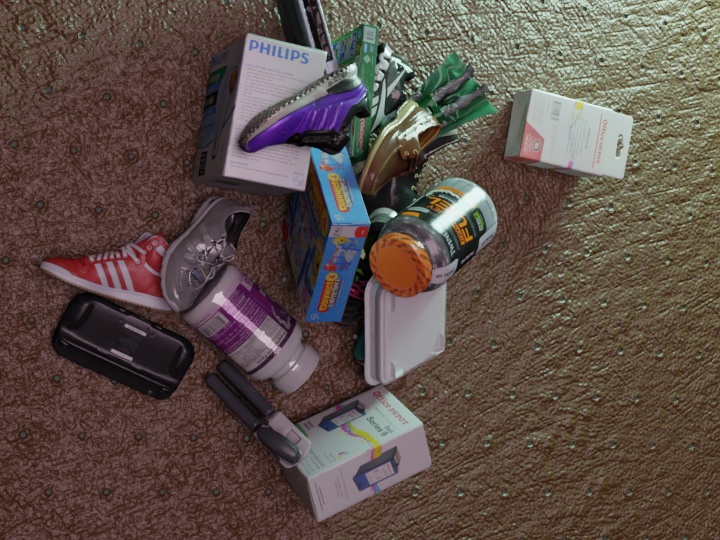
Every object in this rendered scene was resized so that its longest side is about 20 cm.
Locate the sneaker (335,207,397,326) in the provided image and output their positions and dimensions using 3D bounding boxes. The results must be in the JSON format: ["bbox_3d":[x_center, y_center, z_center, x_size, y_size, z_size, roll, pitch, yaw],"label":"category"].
[{"bbox_3d":[0.000,0.000,1.612,0.074,0.087,0.200,27,105,2],"label":"sneaker"}]

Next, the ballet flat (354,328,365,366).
[{"bbox_3d":[0.053,0.065,1.679,0.067,0.068,0.200,27,88,-38],"label":"ballet flat"}]

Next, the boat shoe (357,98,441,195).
[{"bbox_3d":[0.057,-0.174,1.509,0.067,0.072,0.200,28,49,8],"label":"boat shoe"}]

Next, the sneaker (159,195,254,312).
[{"bbox_3d":[-0.223,-0.028,1.522,0.075,0.082,0.200,54,50,-46],"label":"sneaker"}]

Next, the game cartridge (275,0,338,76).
[{"bbox_3d":[-0.085,-0.366,1.570,0.041,0.133,0.201,-18,99,-10],"label":"game cartridge"}]

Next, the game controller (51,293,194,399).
[{"bbox_3d":[-0.346,0.113,1.537,0.200,0.042,0.105,28,91,-19],"label":"game controller"}]

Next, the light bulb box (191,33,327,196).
[{"bbox_3d":[-0.150,-0.218,1.518,0.124,0.198,0.201,10,88,-22],"label":"light bulb box"}]

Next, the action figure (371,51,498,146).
[{"bbox_3d":[0.102,-0.241,1.616,0.200,0.055,0.118,-35,80,-6],"label":"action figure"}]

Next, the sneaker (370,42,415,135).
[{"bbox_3d":[0.029,-0.253,1.650,0.090,0.066,0.201,26,81,-16],"label":"sneaker"}]

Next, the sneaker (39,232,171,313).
[{"bbox_3d":[-0.354,-0.016,1.519,0.200,0.071,0.113,18,90,-27],"label":"sneaker"}]

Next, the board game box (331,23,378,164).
[{"bbox_3d":[-0.023,-0.257,1.584,0.029,0.134,0.201,8,83,-28],"label":"board game box"}]

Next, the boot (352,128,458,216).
[{"bbox_3d":[0.081,-0.134,1.669,0.200,0.073,0.151,-23,98,-14],"label":"boot"}]

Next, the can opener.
[{"bbox_3d":[-0.154,0.209,1.551,0.053,0.067,0.200,-43,71,-13],"label":"can opener"}]

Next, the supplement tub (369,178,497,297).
[{"bbox_3d":[0.106,-0.047,1.546,0.200,0.122,0.123,-39,106,-45],"label":"supplement tub"}]

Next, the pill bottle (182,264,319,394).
[{"bbox_3d":[-0.159,0.093,1.570,0.200,0.112,0.112,43,78,-16],"label":"pill bottle"}]

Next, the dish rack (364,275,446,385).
[{"bbox_3d":[0.079,0.077,1.629,0.171,0.043,0.201,-25,125,-37],"label":"dish rack"}]

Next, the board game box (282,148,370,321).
[{"bbox_3d":[-0.054,-0.064,1.515,0.056,0.200,0.196,0,135,-18],"label":"board game box"}]

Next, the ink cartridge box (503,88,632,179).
[{"bbox_3d":[0.352,-0.224,1.766,0.199,0.067,0.117,12,88,-18],"label":"ink cartridge box"}]

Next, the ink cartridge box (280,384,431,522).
[{"bbox_3d":[-0.013,0.274,1.603,0.200,0.145,0.088,-21,118,-18],"label":"ink cartridge box"}]

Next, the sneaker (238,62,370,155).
[{"bbox_3d":[-0.065,-0.193,1.410,0.200,0.070,0.100,-34,107,-19],"label":"sneaker"}]
